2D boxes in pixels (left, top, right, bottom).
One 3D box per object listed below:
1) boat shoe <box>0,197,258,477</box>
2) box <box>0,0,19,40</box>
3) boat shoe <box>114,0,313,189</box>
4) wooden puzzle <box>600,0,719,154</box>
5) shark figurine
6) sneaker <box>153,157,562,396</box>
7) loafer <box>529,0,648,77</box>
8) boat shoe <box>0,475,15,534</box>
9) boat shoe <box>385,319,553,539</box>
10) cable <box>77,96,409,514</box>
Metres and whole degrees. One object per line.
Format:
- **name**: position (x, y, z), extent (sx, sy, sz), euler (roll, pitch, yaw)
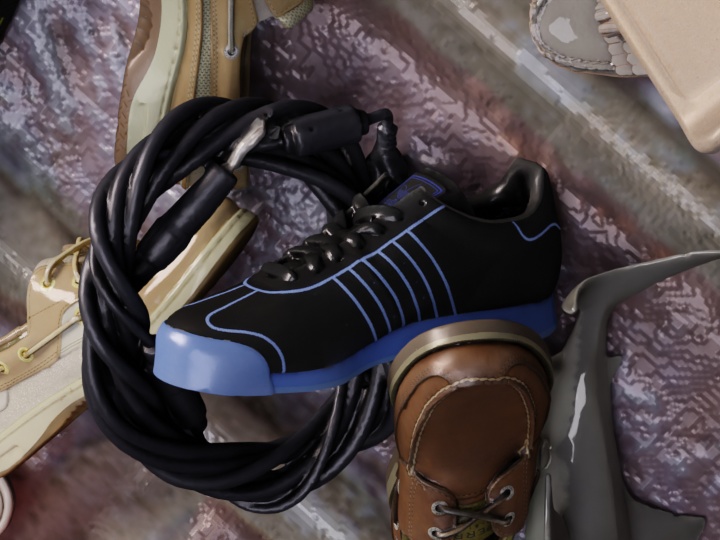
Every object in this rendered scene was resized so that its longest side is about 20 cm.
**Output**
- **boat shoe**: position (-0.131, 0.022, 1.174), extent (0.066, 0.074, 0.200), euler (47, 117, -3)
- **box**: position (-0.278, -0.123, 1.199), extent (0.200, 0.048, 0.193), euler (35, 114, 8)
- **boat shoe**: position (-0.057, -0.129, 1.105), extent (0.076, 0.072, 0.201), euler (13, 120, 2)
- **wooden puzzle**: position (0.160, -0.173, 0.974), extent (0.185, 0.037, 0.200), euler (-38, 66, 22)
- **shark figurine**: position (0.116, 0.093, 1.113), extent (0.089, 0.128, 0.215), euler (6, 93, -7)
- **sneaker**: position (0.000, 0.000, 1.064), extent (0.070, 0.199, 0.078), euler (22, 117, 53)
- **loafer**: position (0.157, -0.120, 1.016), extent (0.199, 0.063, 0.072), euler (-10, 103, 24)
- **boat shoe**: position (-0.260, 0.086, 1.266), extent (0.199, 0.057, 0.067), euler (18, 94, 11)
- **boat shoe**: position (0.049, 0.087, 1.070), extent (0.072, 0.200, 0.068), euler (-5, 63, -2)
- **cable**: position (-0.049, 0.022, 1.104), extent (0.051, 0.163, 0.201), euler (34, 126, 51)
